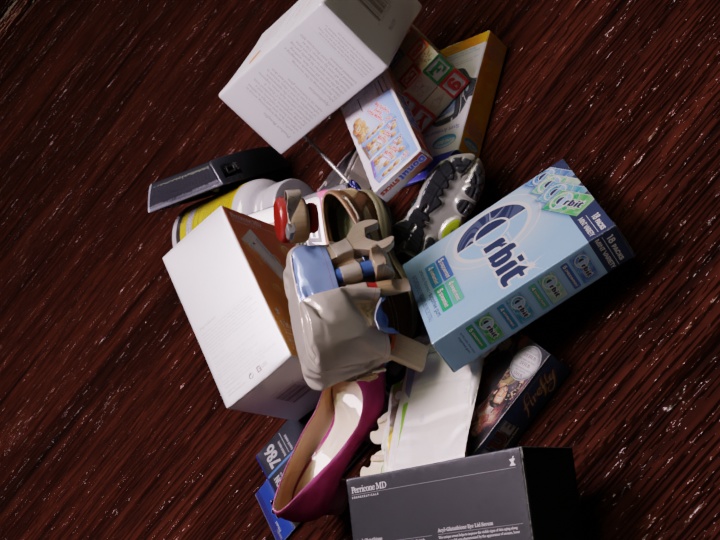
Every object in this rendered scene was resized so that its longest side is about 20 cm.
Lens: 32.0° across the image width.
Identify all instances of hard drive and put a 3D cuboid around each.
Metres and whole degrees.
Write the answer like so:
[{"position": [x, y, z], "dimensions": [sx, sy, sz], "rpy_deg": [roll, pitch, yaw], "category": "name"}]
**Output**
[{"position": [-0.191, -0.125, 1.688], "dimensions": [0.135, 0.042, 0.200], "rpy_deg": [-18, 4, 25], "category": "hard drive"}]

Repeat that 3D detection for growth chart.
[{"position": [0.067, 0.137, 1.208], "dimensions": [0.145, 0.018, 0.200], "rpy_deg": [-13, 51, 47], "category": "growth chart"}]

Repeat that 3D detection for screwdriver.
[{"position": [-0.024, -0.118, 1.514], "dimensions": [0.028, 0.029, 0.200], "rpy_deg": [-38, 72, -10], "category": "screwdriver"}]

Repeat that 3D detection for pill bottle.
[{"position": [-0.145, -0.056, 1.630], "dimensions": [0.200, 0.111, 0.111], "rpy_deg": [-17, 48, 44], "category": "pill bottle"}]

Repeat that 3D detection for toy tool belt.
[{"position": [-0.010, 0.013, 1.235], "dimensions": [0.125, 0.123, 0.200], "rpy_deg": [111, 149, -63], "category": "toy tool belt"}]

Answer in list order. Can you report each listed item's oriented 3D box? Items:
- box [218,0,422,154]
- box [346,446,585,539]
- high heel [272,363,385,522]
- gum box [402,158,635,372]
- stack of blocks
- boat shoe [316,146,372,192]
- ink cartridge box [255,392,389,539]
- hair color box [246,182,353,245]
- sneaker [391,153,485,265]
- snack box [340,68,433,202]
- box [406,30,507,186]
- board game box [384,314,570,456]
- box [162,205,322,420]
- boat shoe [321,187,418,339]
[{"position": [-0.046, -0.259, 1.478], "dimensions": [0.200, 0.106, 0.152], "rpy_deg": [-34, 21, 40], "category": "box"}, {"position": [0.088, 0.232, 1.062], "dimensions": [0.200, 0.079, 0.141], "rpy_deg": [-18, 74, 42], "category": "box"}, {"position": [-0.035, 0.152, 1.251], "dimensions": [0.067, 0.096, 0.200], "rpy_deg": [20, 94, 35], "category": "high heel"}, {"position": [0.146, -0.009, 1.219], "dimensions": [0.200, 0.045, 0.170], "rpy_deg": [-34, 25, 8], "category": "gum box"}, {"position": [0.042, -0.242, 1.541], "dimensions": [0.115, 0.059, 0.200], "rpy_deg": [-47, 33, 12], "category": "stack of blocks"}, {"position": [-0.027, -0.079, 1.555], "dimensions": [0.200, 0.067, 0.057], "rpy_deg": [-55, 10, -10], "category": "boat shoe"}, {"position": [-0.050, 0.191, 1.352], "dimensions": [0.200, 0.039, 0.099], "rpy_deg": [-51, 34, 7], "category": "ink cartridge box"}, {"position": [-0.086, -0.022, 1.475], "dimensions": [0.200, 0.061, 0.100], "rpy_deg": [-17, 68, 20], "category": "hair color box"}, {"position": [0.074, -0.044, 1.398], "dimensions": [0.200, 0.077, 0.080], "rpy_deg": [-52, 3, 11], "category": "sneaker"}, {"position": [0.025, -0.161, 1.414], "dimensions": [0.072, 0.024, 0.200], "rpy_deg": [-41, 37, 17], "category": "snack box"}, {"position": [0.102, -0.184, 1.503], "dimensions": [0.119, 0.041, 0.200], "rpy_deg": [-13, 53, 46], "category": "box"}, {"position": [0.104, 0.103, 1.241], "dimensions": [0.136, 0.035, 0.200], "rpy_deg": [-53, 33, 2], "category": "board game box"}, {"position": [-0.109, 0.047, 1.348], "dimensions": [0.097, 0.124, 0.200], "rpy_deg": [-39, 60, 20], "category": "box"}, {"position": [0.000, 0.000, 1.327], "dimensions": [0.076, 0.074, 0.200], "rpy_deg": [-40, 54, 36], "category": "boat shoe"}]
